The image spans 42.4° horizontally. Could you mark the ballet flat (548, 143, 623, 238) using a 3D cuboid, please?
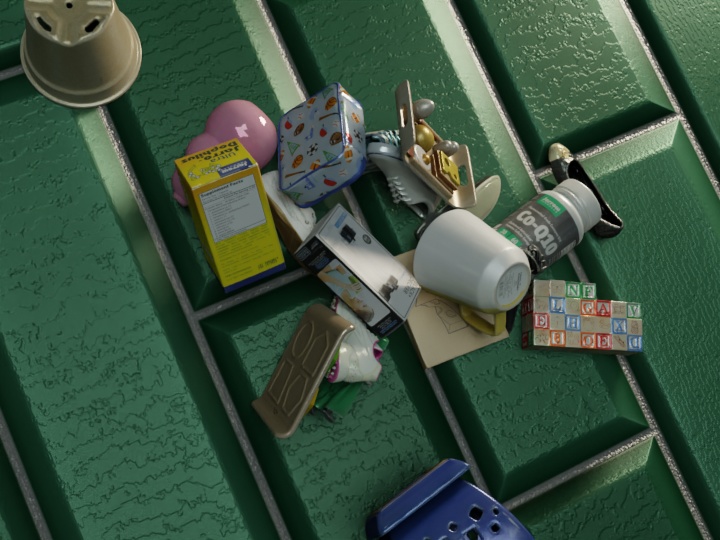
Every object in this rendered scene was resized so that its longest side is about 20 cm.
[{"bbox_3d":[0.407,-0.148,1.671,0.066,0.057,0.200,-34,88,-31],"label":"ballet flat"}]

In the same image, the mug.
[{"bbox_3d":[0.199,0.004,1.502,0.150,0.153,0.187,-55,135,-4],"label":"mug"}]

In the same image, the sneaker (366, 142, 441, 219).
[{"bbox_3d":[0.077,-0.148,1.560,0.200,0.073,0.071,31,71,-44],"label":"sneaker"}]

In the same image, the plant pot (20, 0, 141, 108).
[{"bbox_3d":[-0.457,-0.388,1.496,0.200,0.183,0.201,2,78,-11],"label":"plant pot"}]

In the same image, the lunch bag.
[{"bbox_3d":[-0.070,-0.207,1.533,0.076,0.160,0.200,36,36,-38],"label":"lunch bag"}]

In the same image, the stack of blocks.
[{"bbox_3d":[0.386,0.083,1.622,0.199,0.059,0.116,5,77,-10],"label":"stack of blocks"}]

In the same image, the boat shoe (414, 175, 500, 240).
[{"bbox_3d":[0.174,-0.108,1.613,0.068,0.072,0.200,24,54,36],"label":"boat shoe"}]

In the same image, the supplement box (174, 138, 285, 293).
[{"bbox_3d":[-0.205,-0.086,1.467,0.109,0.110,0.200,-22,127,-15],"label":"supplement box"}]

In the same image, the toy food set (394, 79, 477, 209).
[{"bbox_3d":[0.129,-0.206,1.536,0.200,0.060,0.144,37,37,-42],"label":"toy food set"}]

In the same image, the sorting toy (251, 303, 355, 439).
[{"bbox_3d":[-0.087,0.153,1.441,0.036,0.185,0.200,33,87,-21],"label":"sorting toy"}]

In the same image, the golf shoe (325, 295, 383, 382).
[{"bbox_3d":[-0.012,0.112,1.498,0.091,0.075,0.200,11,36,-11],"label":"golf shoe"}]

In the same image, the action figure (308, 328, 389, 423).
[{"bbox_3d":[-0.013,0.158,1.522,0.118,0.055,0.200,18,54,35],"label":"action figure"}]

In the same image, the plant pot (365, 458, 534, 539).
[{"bbox_3d":[0.121,0.411,1.438,0.200,0.200,0.180,-34,79,-15],"label":"plant pot"}]

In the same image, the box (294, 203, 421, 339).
[{"bbox_3d":[0.000,0.000,1.502,0.200,0.060,0.117,45,35,-8],"label":"box"}]

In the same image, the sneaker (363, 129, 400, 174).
[{"bbox_3d":[0.045,-0.207,1.603,0.199,0.086,0.078,-16,83,-13],"label":"sneaker"}]

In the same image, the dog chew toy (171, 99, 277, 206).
[{"bbox_3d":[-0.232,-0.185,1.534,0.125,0.125,0.200,43,83,0],"label":"dog chew toy"}]

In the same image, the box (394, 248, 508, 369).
[{"bbox_3d":[0.146,0.050,1.603,0.163,0.021,0.201,-20,83,-14],"label":"box"}]

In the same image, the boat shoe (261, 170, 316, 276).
[{"bbox_3d":[-0.104,-0.083,1.558,0.069,0.071,0.200,-33,88,-28],"label":"boat shoe"}]

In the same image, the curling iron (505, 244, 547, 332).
[{"bbox_3d":[0.264,0.037,1.545,0.026,0.200,0.050,-27,56,-32],"label":"curling iron"}]

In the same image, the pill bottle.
[{"bbox_3d":[0.313,-0.067,1.611,0.200,0.113,0.113,-36,87,-16],"label":"pill bottle"}]
